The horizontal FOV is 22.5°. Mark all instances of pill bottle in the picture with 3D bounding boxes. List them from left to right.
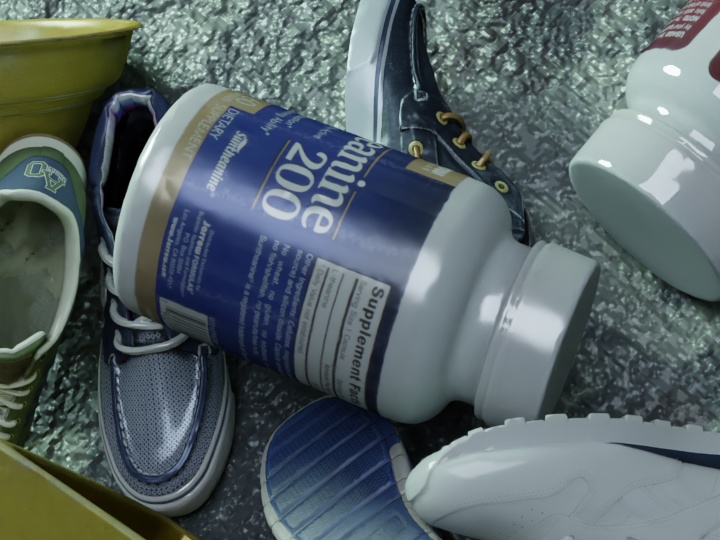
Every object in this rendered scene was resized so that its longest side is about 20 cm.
[{"bbox_3d":[0.000,0.000,0.803,0.198,0.111,0.112,21,73,12],"label":"pill bottle"},{"bbox_3d":[0.197,-0.090,0.852,0.114,0.114,0.200,39,80,26],"label":"pill bottle"}]

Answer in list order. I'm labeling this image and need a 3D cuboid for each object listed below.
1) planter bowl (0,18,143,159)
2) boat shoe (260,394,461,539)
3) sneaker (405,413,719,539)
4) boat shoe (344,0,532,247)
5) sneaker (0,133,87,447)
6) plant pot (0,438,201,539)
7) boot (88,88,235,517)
[{"bbox_3d":[-0.210,-0.083,0.945,0.198,0.200,0.085,1,102,14],"label":"planter bowl"},{"bbox_3d":[0.012,0.134,0.817,0.072,0.073,0.200,-33,37,0],"label":"boat shoe"},{"bbox_3d":[0.114,0.109,0.770,0.198,0.076,0.081,6,72,-18],"label":"sneaker"},{"bbox_3d":[0.041,-0.050,0.903,0.090,0.071,0.203,-2,73,13],"label":"boat shoe"},{"bbox_3d":[-0.179,0.036,0.862,0.066,0.090,0.202,17,98,-12],"label":"sneaker"},{"bbox_3d":[-0.097,0.220,0.754,0.193,0.196,0.201,29,84,24],"label":"plant pot"},{"bbox_3d":[-0.107,0.014,0.895,0.072,0.090,0.202,-9,64,10],"label":"boot"}]
